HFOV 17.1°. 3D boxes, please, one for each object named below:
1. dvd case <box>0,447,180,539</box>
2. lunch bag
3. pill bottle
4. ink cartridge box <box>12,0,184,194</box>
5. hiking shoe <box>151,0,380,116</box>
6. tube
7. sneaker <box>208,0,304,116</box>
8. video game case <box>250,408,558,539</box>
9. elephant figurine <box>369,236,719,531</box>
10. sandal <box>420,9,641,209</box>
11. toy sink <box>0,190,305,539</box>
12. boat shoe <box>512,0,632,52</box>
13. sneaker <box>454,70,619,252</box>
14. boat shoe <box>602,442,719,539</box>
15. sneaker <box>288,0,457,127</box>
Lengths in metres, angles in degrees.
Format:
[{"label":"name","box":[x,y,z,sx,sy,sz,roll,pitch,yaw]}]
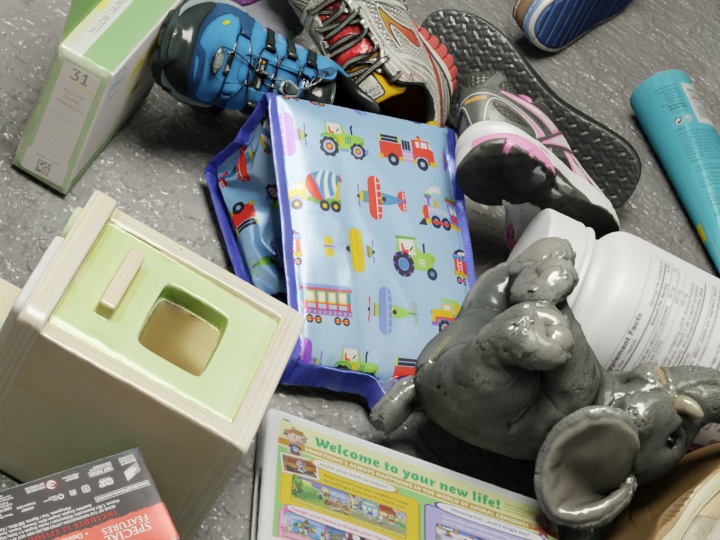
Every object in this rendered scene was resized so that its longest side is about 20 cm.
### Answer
[{"label":"dvd case","box":[-0.145,0.194,1.228,0.145,0.022,0.200,-17,55,-19]},{"label":"lunch bag","box":[0.000,0.000,1.549,0.150,0.094,0.201,9,52,-32]},{"label":"pill bottle","box":[0.192,0.044,1.605,0.199,0.114,0.114,26,37,-8]},{"label":"ink cartridge box","box":[-0.148,-0.165,1.520,0.048,0.200,0.146,30,36,1]},{"label":"hiking shoe","box":[-0.058,-0.132,1.585,0.086,0.075,0.200,17,2,31]},{"label":"tube","box":[0.269,-0.064,1.841,0.077,0.050,0.201,-2,53,-32]},{"label":"sneaker","box":[-0.070,-0.169,1.710,0.200,0.074,0.088,-31,92,-47]},{"label":"video game case","box":[0.028,0.181,1.411,0.199,0.022,0.183,20,39,-15]},{"label":"elephant figurine","box":[0.142,0.091,1.492,0.200,0.155,0.142,46,50,-16]},{"label":"sandal","box":[0.120,-0.116,1.782,0.200,0.075,0.048,40,12,-2]},{"label":"toy sink","box":[-0.151,0.045,1.357,0.199,0.112,0.131,30,37,-4]},{"label":"boat shoe","box":[0.162,-0.230,1.935,0.072,0.072,0.200,38,27,15]},{"label":"sneaker","box":[0.121,-0.076,1.641,0.200,0.080,0.087,48,31,-59]},{"label":"boat shoe","box":[0.199,0.174,1.506,0.200,0.072,0.065,-42,106,-48]},{"label":"sneaker","box":[0.007,-0.161,1.679,0.200,0.078,0.082,47,34,-36]}]
